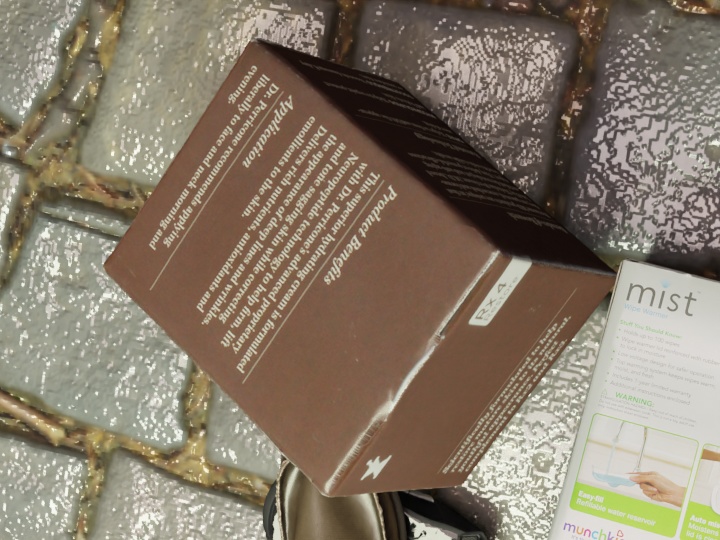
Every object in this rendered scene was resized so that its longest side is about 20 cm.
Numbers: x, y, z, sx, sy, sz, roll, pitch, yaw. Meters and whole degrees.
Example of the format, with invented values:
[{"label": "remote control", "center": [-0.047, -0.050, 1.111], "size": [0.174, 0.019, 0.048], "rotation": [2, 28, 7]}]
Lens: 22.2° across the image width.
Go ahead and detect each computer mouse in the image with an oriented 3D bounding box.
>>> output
[{"label": "computer mouse", "center": [0.029, 0.202, 1.139], "size": [0.199, 0.046, 0.141], "rotation": [18, 103, 8]}]

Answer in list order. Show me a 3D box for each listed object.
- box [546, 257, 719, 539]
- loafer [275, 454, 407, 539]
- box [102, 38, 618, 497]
[{"label": "box", "center": [0.223, 0.103, 1.027], "size": [0.199, 0.097, 0.177], "rotation": [14, 85, 15]}, {"label": "loafer", "center": [-0.007, 0.191, 1.083], "size": [0.073, 0.071, 0.201], "rotation": [-11, 97, 13]}, {"label": "box", "center": [0.000, 0.000, 1.037], "size": [0.200, 0.164, 0.166], "rotation": [43, 107, 25]}]
